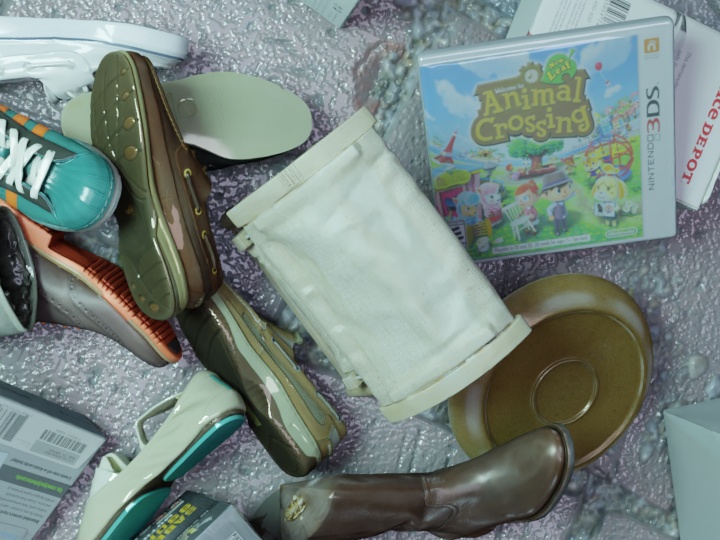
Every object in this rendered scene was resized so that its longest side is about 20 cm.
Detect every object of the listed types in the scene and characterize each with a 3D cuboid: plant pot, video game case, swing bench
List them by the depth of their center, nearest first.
[{"bbox_3d":[0.000,0.000,0.774,0.129,0.200,0.199,-38,97,-6],"label":"swing bench"},{"bbox_3d":[0.154,-0.100,0.807,0.198,0.022,0.183,-7,115,4],"label":"video game case"},{"bbox_3d":[0.172,0.101,0.860,0.198,0.027,0.202,-7,113,-17],"label":"plant pot"}]

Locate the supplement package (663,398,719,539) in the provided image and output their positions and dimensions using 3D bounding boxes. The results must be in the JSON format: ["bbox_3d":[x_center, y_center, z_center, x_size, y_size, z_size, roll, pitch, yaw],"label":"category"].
[{"bbox_3d":[0.379,0.219,0.852,0.146,0.191,0.202,-10,95,-10],"label":"supplement package"}]

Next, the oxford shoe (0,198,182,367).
[{"bbox_3d":[-0.233,0.021,0.809,0.200,0.071,0.073,40,95,-1],"label":"oxford shoe"}]

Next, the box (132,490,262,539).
[{"bbox_3d":[-0.174,0.257,0.754,0.200,0.158,0.048,-42,98,-21],"label":"box"}]

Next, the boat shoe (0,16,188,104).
[{"bbox_3d":[-0.238,-0.166,0.799,0.198,0.074,0.066,2,97,0],"label":"boat shoe"}]

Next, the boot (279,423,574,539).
[{"bbox_3d":[0.045,0.173,0.788,0.199,0.187,0.065,9,50,-28],"label":"boot"}]

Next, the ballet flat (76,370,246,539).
[{"bbox_3d":[-0.175,0.160,0.821,0.069,0.069,0.200,44,97,-8],"label":"ballet flat"}]

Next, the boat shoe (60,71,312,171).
[{"bbox_3d":[-0.141,-0.116,0.817,0.200,0.063,0.074,-6,77,-12],"label":"boat shoe"}]

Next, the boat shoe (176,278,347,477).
[{"bbox_3d":[-0.082,0.073,0.839,0.076,0.072,0.201,-36,98,-32],"label":"boat shoe"}]

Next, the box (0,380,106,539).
[{"bbox_3d":[-0.312,0.180,0.763,0.201,0.041,0.156,-55,144,-4],"label":"box"}]

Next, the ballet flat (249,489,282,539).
[{"bbox_3d":[-0.110,0.265,0.828,0.200,0.067,0.047,-45,137,-21],"label":"ballet flat"}]

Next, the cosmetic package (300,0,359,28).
[{"bbox_3d":[-0.039,-0.342,0.793,0.199,0.123,0.200,31,87,-8],"label":"cosmetic package"}]

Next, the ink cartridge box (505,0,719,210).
[{"bbox_3d":[0.220,-0.156,0.863,0.199,0.083,0.148,23,90,-10],"label":"ink cartridge box"}]

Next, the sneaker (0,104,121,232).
[{"bbox_3d":[-0.266,-0.085,0.735,0.199,0.080,0.072,24,91,28],"label":"sneaker"}]

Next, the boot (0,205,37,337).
[{"bbox_3d":[-0.342,0.056,0.763,0.198,0.073,0.183,-10,94,3],"label":"boot"}]

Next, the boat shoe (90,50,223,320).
[{"bbox_3d":[-0.152,-0.066,0.758,0.067,0.072,0.202,-20,104,-43],"label":"boat shoe"}]
